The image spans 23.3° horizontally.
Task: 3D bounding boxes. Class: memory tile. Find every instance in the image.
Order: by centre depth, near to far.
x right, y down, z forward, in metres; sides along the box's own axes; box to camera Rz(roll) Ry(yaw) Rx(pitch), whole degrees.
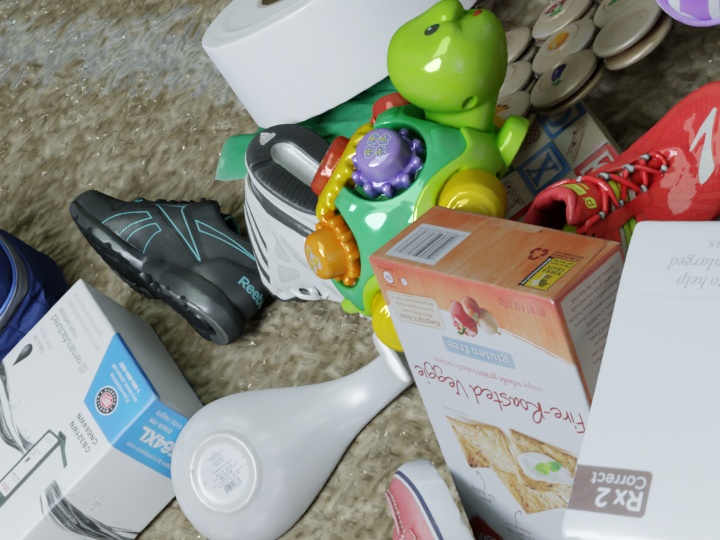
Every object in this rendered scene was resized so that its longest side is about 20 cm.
[{"bbox_3d":[0.111,-0.130,1.118,0.200,0.017,0.153,-33,23,24],"label":"memory tile"}]

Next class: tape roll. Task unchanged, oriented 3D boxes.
[{"bbox_3d":[-0.008,-0.185,1.195,0.202,0.071,0.202,-32,19,12],"label":"tape roll"}]

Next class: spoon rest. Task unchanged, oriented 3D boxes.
[{"bbox_3d":[-0.040,0.105,1.121,0.200,0.061,0.099,-35,76,23],"label":"spoon rest"}]

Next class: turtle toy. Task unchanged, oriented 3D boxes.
[{"bbox_3d":[0.033,-0.058,1.001,0.200,0.101,0.146,-60,5,22],"label":"turtle toy"}]

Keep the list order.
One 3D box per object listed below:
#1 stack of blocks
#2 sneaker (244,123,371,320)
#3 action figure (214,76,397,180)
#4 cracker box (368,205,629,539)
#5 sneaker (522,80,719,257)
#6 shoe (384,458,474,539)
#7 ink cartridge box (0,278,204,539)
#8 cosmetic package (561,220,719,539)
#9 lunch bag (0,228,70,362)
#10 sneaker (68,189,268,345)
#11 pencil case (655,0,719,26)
[{"bbox_3d":[0.135,-0.003,1.049,0.115,0.059,0.200,-38,48,12],"label":"stack of blocks"},{"bbox_3d":[0.000,0.000,1.152,0.200,0.115,0.076,43,62,15],"label":"sneaker"},{"bbox_3d":[-0.006,-0.100,1.181,0.200,0.055,0.118,-2,47,55],"label":"action figure"},{"bbox_3d":[0.095,0.071,0.908,0.058,0.200,0.134,-39,32,-29],"label":"cracker box"},{"bbox_3d":[0.140,-0.030,0.961,0.200,0.085,0.077,-46,48,6],"label":"sneaker"},{"bbox_3d":[0.024,0.176,0.924,0.091,0.072,0.200,-23,30,-3],"label":"shoe"},{"bbox_3d":[-0.212,0.131,1.219,0.200,0.084,0.146,-46,47,5],"label":"ink cartridge box"},{"bbox_3d":[0.226,0.090,0.829,0.165,0.200,0.165,1,66,37],"label":"cosmetic package"},{"bbox_3d":[-0.323,0.054,1.315,0.200,0.132,0.136,-47,46,5],"label":"lunch bag"},{"bbox_3d":[-0.133,-0.016,1.266,0.200,0.075,0.079,31,72,37],"label":"sneaker"},{"bbox_3d":[0.201,-0.224,1.068,0.084,0.086,0.200,-26,29,15],"label":"pencil case"}]
